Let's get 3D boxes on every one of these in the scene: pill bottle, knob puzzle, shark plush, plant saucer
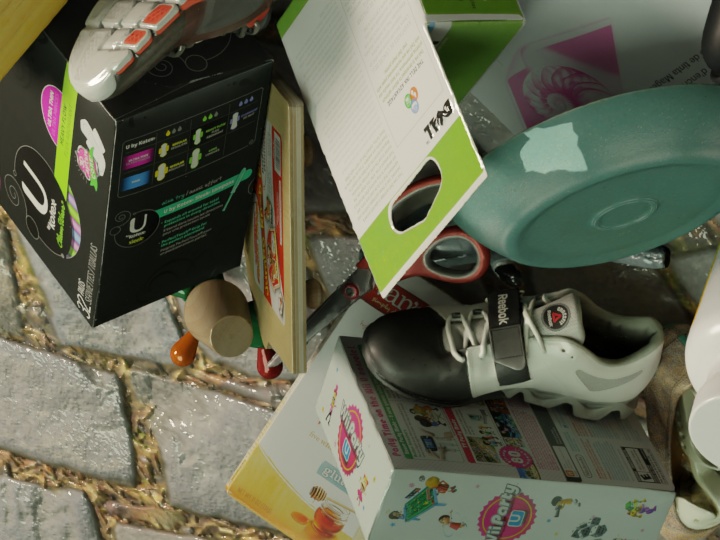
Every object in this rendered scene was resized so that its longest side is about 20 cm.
[{"bbox_3d":[0.253,0.026,1.444,0.104,0.201,0.105,15,140,13],"label":"pill bottle"},{"bbox_3d":[-0.052,-0.045,1.608,0.030,0.221,0.220,-5,138,-12],"label":"knob puzzle"},{"bbox_3d":[0.103,-0.013,1.589,0.199,0.083,0.091,18,137,15],"label":"shark plush"},{"bbox_3d":[0.152,-0.047,1.446,0.199,0.036,0.200,-13,159,-5],"label":"plant saucer"}]

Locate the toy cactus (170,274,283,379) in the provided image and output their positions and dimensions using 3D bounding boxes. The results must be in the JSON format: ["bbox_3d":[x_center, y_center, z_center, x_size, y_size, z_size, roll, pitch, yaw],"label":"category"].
[{"bbox_3d":[-0.117,0.021,1.711,0.102,0.165,0.200,-46,115,3],"label":"toy cactus"}]

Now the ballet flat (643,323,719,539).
[{"bbox_3d":[0.228,0.128,1.654,0.067,0.068,0.201,42,156,47],"label":"ballet flat"}]

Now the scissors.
[{"bbox_3d":[0.000,0.000,1.591,0.199,0.014,0.073,-25,100,32],"label":"scissors"}]

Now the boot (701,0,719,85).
[{"bbox_3d":[0.197,-0.215,1.324,0.168,0.077,0.200,33,124,-6],"label":"boot"}]

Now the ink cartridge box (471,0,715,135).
[{"bbox_3d":[0.171,-0.120,1.476,0.200,0.043,0.196,42,138,-10],"label":"ink cartridge box"}]

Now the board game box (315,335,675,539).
[{"bbox_3d":[0.086,0.116,1.594,0.199,0.148,0.065,7,121,-20],"label":"board game box"}]

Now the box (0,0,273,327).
[{"bbox_3d":[-0.154,-0.094,1.596,0.149,0.124,0.201,49,148,29],"label":"box"}]

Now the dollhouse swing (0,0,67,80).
[{"bbox_3d":[-0.283,-0.242,1.476,0.200,0.182,0.176,41,-179,31],"label":"dollhouse swing"}]

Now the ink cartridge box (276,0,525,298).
[{"bbox_3d":[0.037,-0.106,1.456,0.148,0.075,0.201,-49,54,49],"label":"ink cartridge box"}]

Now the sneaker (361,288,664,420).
[{"bbox_3d":[0.101,0.041,1.563,0.199,0.074,0.089,4,144,-18],"label":"sneaker"}]

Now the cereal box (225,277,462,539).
[{"bbox_3d":[0.019,0.109,1.691,0.143,0.201,0.040,33,178,-4],"label":"cereal box"}]

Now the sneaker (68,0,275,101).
[{"bbox_3d":[-0.089,-0.162,1.484,0.077,0.200,0.082,28,160,51],"label":"sneaker"}]
